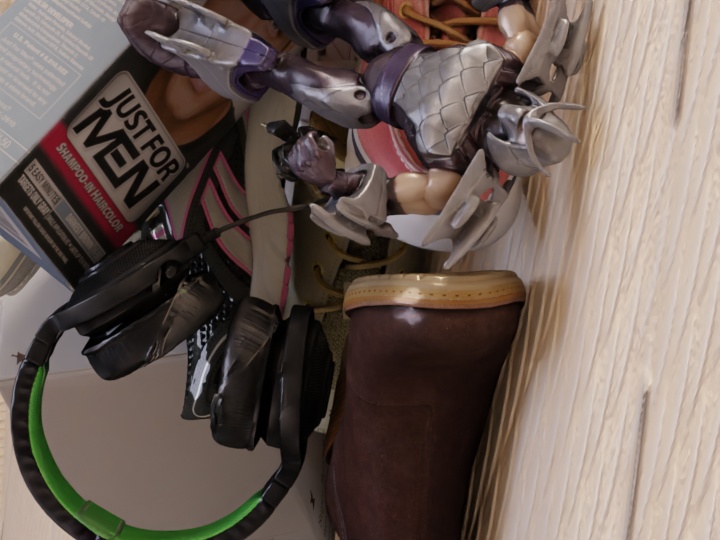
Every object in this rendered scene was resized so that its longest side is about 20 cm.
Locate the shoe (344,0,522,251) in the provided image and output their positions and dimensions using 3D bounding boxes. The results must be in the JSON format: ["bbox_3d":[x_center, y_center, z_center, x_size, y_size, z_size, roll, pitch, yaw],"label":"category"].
[{"bbox_3d":[0.033,-0.096,1.223,0.200,0.071,0.091,-90,6,-55],"label":"shoe"}]

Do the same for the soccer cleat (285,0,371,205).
[{"bbox_3d":[-0.015,-0.101,1.495,0.086,0.070,0.200,109,164,-50],"label":"soccer cleat"}]

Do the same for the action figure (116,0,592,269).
[{"bbox_3d":[0.006,-0.075,1.147,0.130,0.200,0.069,-54,-40,-15],"label":"action figure"}]

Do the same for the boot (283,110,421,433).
[{"bbox_3d":[0.000,0.000,1.348,0.200,0.072,0.155,-111,30,-79],"label":"boot"}]

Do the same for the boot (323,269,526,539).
[{"bbox_3d":[0.027,0.091,1.192,0.200,0.072,0.167,127,141,-75],"label":"boot"}]

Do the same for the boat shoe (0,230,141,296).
[{"bbox_3d":[-0.111,-0.052,1.384,0.070,0.072,0.201,-27,25,54],"label":"boat shoe"}]

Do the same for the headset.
[{"bbox_3d":[-0.065,0.030,1.233,0.200,0.123,0.094,-60,1,8],"label":"headset"}]

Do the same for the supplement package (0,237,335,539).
[{"bbox_3d":[-0.090,0.056,1.472,0.200,0.120,0.121,69,-163,-51],"label":"supplement package"}]

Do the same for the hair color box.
[{"bbox_3d":[-0.087,-0.098,1.260,0.200,0.061,0.099,-48,-29,-10],"label":"hair color box"}]

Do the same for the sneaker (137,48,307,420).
[{"bbox_3d":[-0.073,-0.029,1.332,0.080,0.086,0.200,106,168,-73],"label":"sneaker"}]
